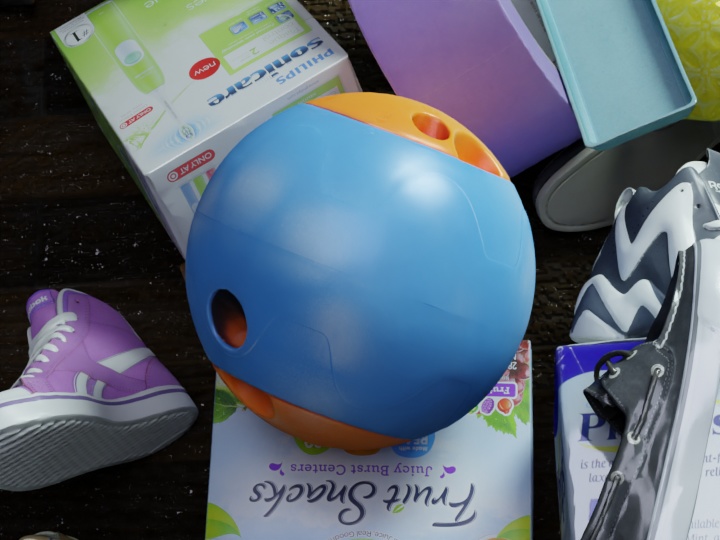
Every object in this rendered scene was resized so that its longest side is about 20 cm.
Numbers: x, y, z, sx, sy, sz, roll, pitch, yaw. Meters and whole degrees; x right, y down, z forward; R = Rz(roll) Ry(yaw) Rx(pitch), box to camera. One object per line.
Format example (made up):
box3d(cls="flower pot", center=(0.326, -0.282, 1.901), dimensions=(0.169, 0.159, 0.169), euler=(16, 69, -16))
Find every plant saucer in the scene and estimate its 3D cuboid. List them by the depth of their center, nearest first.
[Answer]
box3d(cls="plant saucer", center=(0.148, -0.154, 1.102), dimensions=(0.069, 0.019, 0.201), euler=(-22, 48, 12))

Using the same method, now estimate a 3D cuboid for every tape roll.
box3d(cls="tape roll", center=(0.069, -0.159, 1.136), dimensions=(0.084, 0.200, 0.202), euler=(-28, 68, 18))

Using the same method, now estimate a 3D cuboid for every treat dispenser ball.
box3d(cls="treat dispenser ball", center=(0.000, 0.000, 1.022), dimensions=(0.198, 0.201, 0.203), euler=(-1, 69, 4))

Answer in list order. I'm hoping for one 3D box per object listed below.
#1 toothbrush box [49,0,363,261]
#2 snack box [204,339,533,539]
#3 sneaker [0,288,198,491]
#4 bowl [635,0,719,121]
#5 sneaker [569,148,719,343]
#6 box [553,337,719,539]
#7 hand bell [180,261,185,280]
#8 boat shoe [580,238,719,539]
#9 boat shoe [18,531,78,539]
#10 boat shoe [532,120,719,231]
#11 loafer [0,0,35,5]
box3d(cls="toothbrush box", center=(-0.095, -0.115, 1.158), dimensions=(0.145, 0.087, 0.200), euler=(-30, 42, -6))
box3d(cls="snack box", center=(0.007, 0.130, 1.108), dimensions=(0.197, 0.068, 0.171), euler=(1, 67, 5))
box3d(cls="sneaker", center=(-0.192, 0.066, 1.091), dimensions=(0.073, 0.200, 0.115), euler=(-42, 73, 19))
box3d(cls="bowl", center=(0.236, -0.196, 1.150), dimensions=(0.198, 0.108, 0.201), euler=(-10, 38, 8))
box3d(cls="sneaker", center=(0.222, -0.010, 1.055), dimensions=(0.198, 0.079, 0.131), euler=(0, 74, 47))
box3d(cls="box", center=(0.167, 0.161, 1.024), dimensions=(0.104, 0.184, 0.202), euler=(-3, 68, 4))
box3d(cls="hand bell", center=(-0.028, -0.039, 1.182), dimensions=(0.198, 0.104, 0.105), euler=(-25, 69, 8))
box3d(cls="boat shoe", center=(0.146, 0.075, 0.929), dimensions=(0.065, 0.070, 0.202), euler=(12, 77, 7))
box3d(cls="boat shoe", center=(-0.131, 0.225, 1.078), dimensions=(0.199, 0.076, 0.072), euler=(29, 73, 14))
box3d(cls="boat shoe", center=(0.189, -0.097, 1.194), dimensions=(0.199, 0.073, 0.063), euler=(-34, 45, -9))
box3d(cls="loafer", center=(-0.250, -0.217, 1.260), dimensions=(0.199, 0.073, 0.073), euler=(-34, 74, -8))
